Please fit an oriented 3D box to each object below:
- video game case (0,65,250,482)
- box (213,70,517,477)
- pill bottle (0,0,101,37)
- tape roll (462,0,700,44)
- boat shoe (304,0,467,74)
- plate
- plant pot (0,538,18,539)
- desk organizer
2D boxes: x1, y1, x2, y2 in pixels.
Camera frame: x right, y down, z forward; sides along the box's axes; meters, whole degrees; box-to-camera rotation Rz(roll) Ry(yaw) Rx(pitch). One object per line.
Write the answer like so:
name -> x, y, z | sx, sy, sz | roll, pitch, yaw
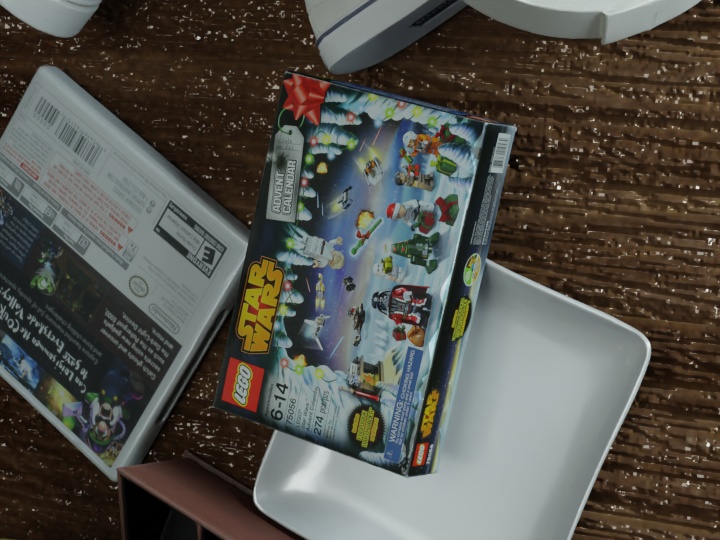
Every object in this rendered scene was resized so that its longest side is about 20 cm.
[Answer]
video game case -> -0.173, 0.001, 1.354 | 0.200, 0.023, 0.182 | 39, 109, 23
box -> 0.000, 0.000, 1.208 | 0.136, 0.040, 0.201 | 16, 98, 31
pill bottle -> -0.147, -0.240, 1.284 | 0.111, 0.111, 0.200 | 49, 113, 20
tape roll -> 0.114, -0.218, 1.118 | 0.201, 0.037, 0.204 | -1, 71, 2
boat shoe -> 0.049, -0.184, 1.199 | 0.200, 0.072, 0.066 | -32, 77, 34
plate -> 0.051, 0.088, 1.219 | 0.199, 0.032, 0.201 | 27, 104, 27
plant pot -> -0.220, 0.239, 1.250 | 0.199, 0.193, 0.202 | -10, 65, 23
desk organizer -> -0.060, 0.185, 1.258 | 0.199, 0.077, 0.072 | 28, 104, 27
